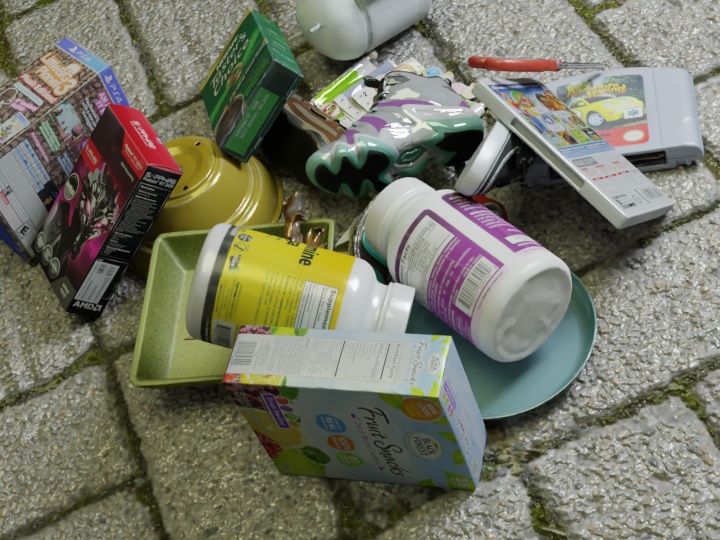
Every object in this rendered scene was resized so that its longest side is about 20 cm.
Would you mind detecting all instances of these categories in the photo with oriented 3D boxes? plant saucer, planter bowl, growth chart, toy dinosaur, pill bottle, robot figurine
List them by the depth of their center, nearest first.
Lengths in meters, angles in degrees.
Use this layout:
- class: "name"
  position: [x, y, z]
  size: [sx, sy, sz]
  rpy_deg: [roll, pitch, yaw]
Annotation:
- class: "pill bottle"
  position: [-0.054, 0.032, 1.269]
  size: [0.199, 0.113, 0.113]
  rpy_deg: [15, 54, 2]
- class: "pill bottle"
  position: [0.096, -0.008, 1.298]
  size: [0.112, 0.113, 0.200]
  rpy_deg: [-39, 50, -15]
- class: "plant saucer"
  position: [0.130, 0.065, 1.317]
  size: [0.199, 0.028, 0.201]
  rpy_deg: [-10, 48, 11]
- class: "toy dinosaur"
  position: [-0.081, 0.007, 1.366]
  size: [0.106, 0.060, 0.201]
  rpy_deg: [-9, 41, 42]
- class: "plant saucer"
  position: [-0.124, 0.044, 1.401]
  size: [0.198, 0.048, 0.201]
  rpy_deg: [-5, 49, 9]
- class: "planter bowl"
  position: [-0.192, -0.088, 1.517]
  size: [0.199, 0.084, 0.201]
  rpy_deg: [-9, 49, 10]
- class: "growth chart"
  position: [0.044, -0.193, 1.572]
  size: [0.199, 0.018, 0.145]
  rpy_deg: [29, 64, 34]
- class: "robot figurine"
  position: [0.005, -0.325, 1.620]
  size: [0.199, 0.170, 0.113]
  rpy_deg: [-33, 91, -21]

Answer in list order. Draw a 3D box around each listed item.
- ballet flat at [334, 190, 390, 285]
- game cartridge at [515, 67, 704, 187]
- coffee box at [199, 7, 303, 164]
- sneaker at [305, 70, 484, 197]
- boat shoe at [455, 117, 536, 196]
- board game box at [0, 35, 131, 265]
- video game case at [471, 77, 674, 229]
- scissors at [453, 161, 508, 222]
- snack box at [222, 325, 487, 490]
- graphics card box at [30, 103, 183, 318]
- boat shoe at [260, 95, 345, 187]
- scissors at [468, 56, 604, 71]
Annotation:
- class: "ballet flat"
  position: [0.000, 0.000, 1.398]
  size: [0.075, 0.068, 0.201]
  rpy_deg: [-17, 45, 35]
- class: "game cartridge"
  position: [0.260, -0.158, 1.458]
  size: [0.198, 0.041, 0.134]
  rpy_deg: [-8, 45, 12]
- class: "coffee box"
  position: [-0.129, -0.215, 1.554]
  size: [0.123, 0.044, 0.200]
  rpy_deg: [-55, 25, 17]
- class: "sneaker"
  position: [0.019, -0.160, 1.458]
  size: [0.199, 0.078, 0.140]
  rpy_deg: [-14, 52, -18]
- class: "boat shoe"
  position: [0.149, -0.118, 1.350]
  size: [0.056, 0.069, 0.200]
  rpy_deg: [35, 32, 3]
- class: "board game box"
  position: [-0.357, -0.137, 1.563]
  size: [0.200, 0.160, 0.097]
  rpy_deg: [-41, 50, -18]
- class: "video game case"
  position: [0.212, -0.120, 1.344]
  size: [0.200, 0.143, 0.018]
  rpy_deg: [46, 118, 17]
- class: "scissors"
  position: [0.120, -0.089, 1.438]
  size: [0.073, 0.014, 0.201]
  rpy_deg: [-9, 43, 13]
- class: "snack box"
  position: [-0.001, 0.124, 1.216]
  size: [0.198, 0.169, 0.068]
  rpy_deg: [1, 55, 20]
- class: "graphics card box"
  position: [-0.279, -0.065, 1.478]
  size: [0.201, 0.051, 0.126]
  rpy_deg: [-57, 46, 21]
- class: "boat shoe"
  position: [-0.058, -0.148, 1.540]
  size: [0.073, 0.076, 0.200]
  rpy_deg: [-3, 31, -28]
- class: "scissors"
  position: [0.198, -0.209, 1.397]
  size: [0.199, 0.014, 0.073]
  rpy_deg: [-2, 10, -33]
